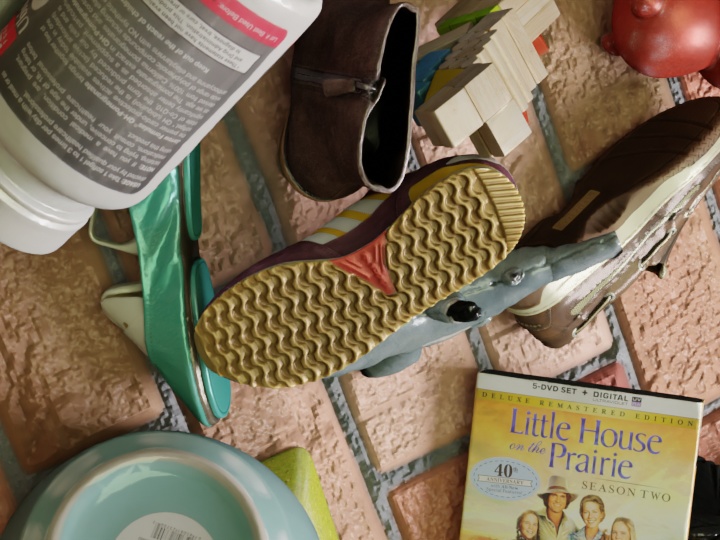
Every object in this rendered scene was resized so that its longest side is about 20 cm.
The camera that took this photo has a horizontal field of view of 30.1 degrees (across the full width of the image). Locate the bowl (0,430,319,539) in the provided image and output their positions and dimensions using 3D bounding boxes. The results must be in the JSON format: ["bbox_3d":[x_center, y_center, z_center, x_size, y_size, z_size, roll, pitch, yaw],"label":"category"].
[{"bbox_3d":[-0.109,0.166,0.723,0.199,0.105,0.202,3,63,-6],"label":"bowl"}]

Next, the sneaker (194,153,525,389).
[{"bbox_3d":[0.000,0.000,0.759,0.199,0.090,0.075,-26,102,6],"label":"sneaker"}]

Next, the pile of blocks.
[{"bbox_3d":[0.070,-0.107,0.784,0.082,0.200,0.062,-21,113,29],"label":"pile of blocks"}]

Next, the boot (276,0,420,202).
[{"bbox_3d":[0.004,-0.138,0.752,0.072,0.166,0.202,9,89,-20],"label":"boot"}]

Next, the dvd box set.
[{"bbox_3d":[0.136,0.172,0.856,0.145,0.029,0.202,7,93,15],"label":"dvd box set"}]

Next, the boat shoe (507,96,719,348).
[{"bbox_3d":[0.177,-0.029,0.879,0.202,0.075,0.075,-40,119,-6],"label":"boat shoe"}]

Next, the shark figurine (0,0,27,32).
[{"bbox_3d":[-0.170,-0.159,0.717,0.089,0.128,0.216,27,86,-29],"label":"shark figurine"}]

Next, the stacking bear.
[{"bbox_3d":[0.261,-0.163,0.876,0.198,0.121,0.115,1,79,-9],"label":"stacking bear"}]

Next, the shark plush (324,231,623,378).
[{"bbox_3d":[0.058,0.026,0.799,0.198,0.083,0.092,-6,102,7],"label":"shark plush"}]

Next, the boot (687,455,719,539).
[{"bbox_3d":[0.249,0.232,0.897,0.073,0.198,0.163,-25,133,-35],"label":"boot"}]

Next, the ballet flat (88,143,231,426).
[{"bbox_3d":[-0.120,-0.008,0.781,0.070,0.067,0.202,-5,96,6],"label":"ballet flat"}]

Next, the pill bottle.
[{"bbox_3d":[-0.123,-0.102,0.679,0.111,0.111,0.200,40,111,-17],"label":"pill bottle"}]

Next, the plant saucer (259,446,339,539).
[{"bbox_3d":[-0.086,0.238,0.812,0.199,0.048,0.201,-21,101,-16],"label":"plant saucer"}]
